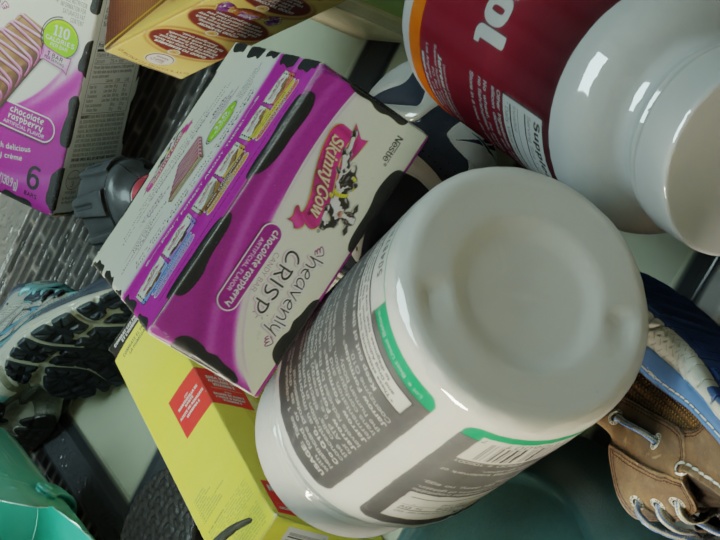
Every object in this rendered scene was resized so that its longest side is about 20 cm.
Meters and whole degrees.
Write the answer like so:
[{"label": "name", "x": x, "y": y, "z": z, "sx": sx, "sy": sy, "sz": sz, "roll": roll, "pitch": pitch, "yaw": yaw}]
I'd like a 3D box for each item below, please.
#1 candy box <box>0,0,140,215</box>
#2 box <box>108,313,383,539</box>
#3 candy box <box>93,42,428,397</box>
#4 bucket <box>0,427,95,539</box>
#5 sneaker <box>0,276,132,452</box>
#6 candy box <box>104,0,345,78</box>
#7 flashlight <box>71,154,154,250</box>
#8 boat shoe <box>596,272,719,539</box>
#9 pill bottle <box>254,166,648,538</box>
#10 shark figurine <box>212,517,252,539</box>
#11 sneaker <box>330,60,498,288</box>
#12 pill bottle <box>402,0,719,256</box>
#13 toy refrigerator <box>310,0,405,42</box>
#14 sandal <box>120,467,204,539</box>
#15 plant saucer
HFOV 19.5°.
[{"label": "candy box", "x": -0.205, "y": -0.152, "z": 1.313, "sx": 0.136, "sy": 0.061, "sz": 0.201, "roll": 24, "pitch": 108, "yaw": 27}, {"label": "box", "x": -0.064, "y": 0.089, "z": 1.098, "sx": 0.050, "sy": 0.075, "sz": 0.200, "roll": -56, "pitch": 37, "yaw": 20}, {"label": "candy box", "x": -0.052, "y": -0.030, "z": 0.962, "sx": 0.137, "sy": 0.061, "sz": 0.200, "roll": -57, "pitch": 17, "yaw": 0}, {"label": "bucket", "x": -0.246, "y": 0.185, "z": 1.195, "sx": 0.208, "sy": 0.207, "sz": 0.135, "roll": -61, "pitch": 35, "yaw": 14}, {"label": "sneaker", "x": -0.193, "y": 0.036, "z": 1.292, "sx": 0.200, "sy": 0.077, "sz": 0.087, "roll": -33, "pitch": 47, "yaw": 40}, {"label": "candy box", "x": -0.050, "y": -0.182, "z": 1.056, "sx": 0.200, "sy": 0.056, "sz": 0.117, "roll": -20, "pitch": 60, "yaw": 49}, {"label": "flashlight", "x": -0.098, "y": -0.052, "z": 1.210, "sx": 0.200, "sy": 0.068, "sz": 0.068, "roll": -7, "pitch": 71, "yaw": 51}, {"label": "boat shoe", "x": 0.141, "y": 0.072, "z": 0.846, "sx": 0.073, "sy": 0.072, "sz": 0.200, "roll": -65, "pitch": 26, "yaw": 16}, {"label": "pill bottle", "x": 0.029, "y": 0.044, "z": 0.891, "sx": 0.200, "sy": 0.113, "sz": 0.113, "roll": 136, "pitch": 139, "yaw": -59}, {"label": "shark figurine", "x": -0.027, "y": 0.191, "z": 0.914, "sx": 0.214, "sy": 0.128, "sz": 0.090, "roll": 9, "pitch": 119, "yaw": 40}, {"label": "sneaker", "x": 0.000, "y": 0.000, "z": 1.046, "sx": 0.199, "sy": 0.079, "sz": 0.130, "roll": -39, "pitch": 37, "yaw": 23}, {"label": "pill bottle", "x": 0.111, "y": -0.086, "z": 0.911, "sx": 0.200, "sy": 0.113, "sz": 0.113, "roll": 42, "pitch": 109, "yaw": 51}, {"label": "toy refrigerator", "x": 0.019, "y": -0.230, "z": 1.128, "sx": 0.070, "sy": 0.076, "sz": 0.201, "roll": 13, "pitch": 85, "yaw": 54}, {"label": "sandal", "x": -0.107, "y": 0.198, "z": 1.139, "sx": 0.075, "sy": 0.048, "sz": 0.201, "roll": 33, "pitch": 115, "yaw": 52}, {"label": "plant saucer", "x": 0.062, "y": 0.168, "z": 0.938, "sx": 0.200, "sy": 0.027, "sz": 0.201, "roll": -25, "pitch": 56, "yaw": 44}]
